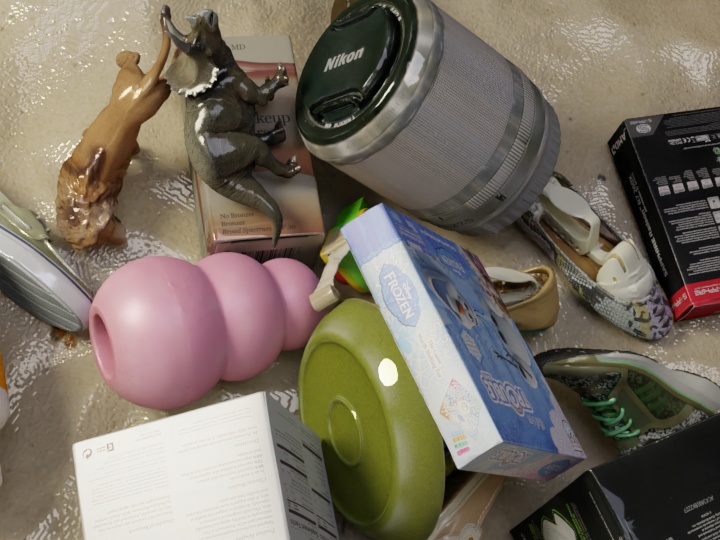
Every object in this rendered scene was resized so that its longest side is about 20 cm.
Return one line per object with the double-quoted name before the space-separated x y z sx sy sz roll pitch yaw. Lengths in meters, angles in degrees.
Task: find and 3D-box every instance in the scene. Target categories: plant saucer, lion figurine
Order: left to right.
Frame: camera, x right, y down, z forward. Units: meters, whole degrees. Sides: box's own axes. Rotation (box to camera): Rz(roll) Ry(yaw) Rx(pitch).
"lion figurine" -0.205 -0.119 1.145 0.072 0.200 0.123 20 29 -9
"plant saucer" -0.001 0.123 1.051 0.031 0.200 0.201 -11 68 -29

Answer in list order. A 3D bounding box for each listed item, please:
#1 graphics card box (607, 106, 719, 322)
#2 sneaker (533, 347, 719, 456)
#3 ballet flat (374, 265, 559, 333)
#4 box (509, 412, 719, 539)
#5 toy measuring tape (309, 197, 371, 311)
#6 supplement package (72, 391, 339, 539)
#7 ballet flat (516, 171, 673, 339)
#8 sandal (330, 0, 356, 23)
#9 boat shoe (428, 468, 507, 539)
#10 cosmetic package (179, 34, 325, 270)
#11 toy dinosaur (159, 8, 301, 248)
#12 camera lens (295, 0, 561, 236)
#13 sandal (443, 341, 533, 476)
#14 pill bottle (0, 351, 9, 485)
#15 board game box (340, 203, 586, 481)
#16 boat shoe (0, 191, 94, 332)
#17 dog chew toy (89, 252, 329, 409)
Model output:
"graphics card box" 0.328 -0.056 1.290 0.125 0.051 0.201 -10 70 -16
"sneaker" 0.229 0.119 1.159 0.199 0.077 0.089 17 78 -25
"ballet flat" 0.082 0.027 1.187 0.199 0.063 0.069 -8 33 -19
"box" 0.232 0.211 1.062 0.148 0.200 0.125 -19 72 -20
"toy measuring tape" 0.000 0.000 1.152 0.073 0.074 0.200 21 27 -2
"supplement package" -0.101 0.218 0.990 0.151 0.151 0.201 -16 68 9
"ballet flat" 0.214 -0.018 1.238 0.072 0.072 0.200 -40 79 -25
"sandal" -0.001 -0.209 1.283 0.054 0.080 0.201 25 57 -24
"boat shoe" 0.063 0.235 1.093 0.069 0.074 0.200 45 63 -6
"cosmetic package" -0.099 -0.101 1.196 0.103 0.087 0.201 -6 67 -14
"toy dinosaur" -0.108 -0.117 1.118 0.102 0.077 0.201 -11 101 -20
"camera lens" 0.056 -0.135 1.167 0.200 0.160 0.160 29 57 -36
"sandal" 0.070 0.114 1.126 0.200 0.079 0.087 -40 122 -28
"pill bottle" -0.335 0.078 1.049 0.111 0.111 0.201 -9 69 -16
"board game box" 0.083 0.060 1.030 0.043 0.200 0.199 -32 68 17
"boat shoe" -0.293 -0.027 1.131 0.200 0.072 0.062 37 59 7
"dog chew toy" -0.118 0.041 1.115 0.199 0.125 0.125 -13 69 -26
